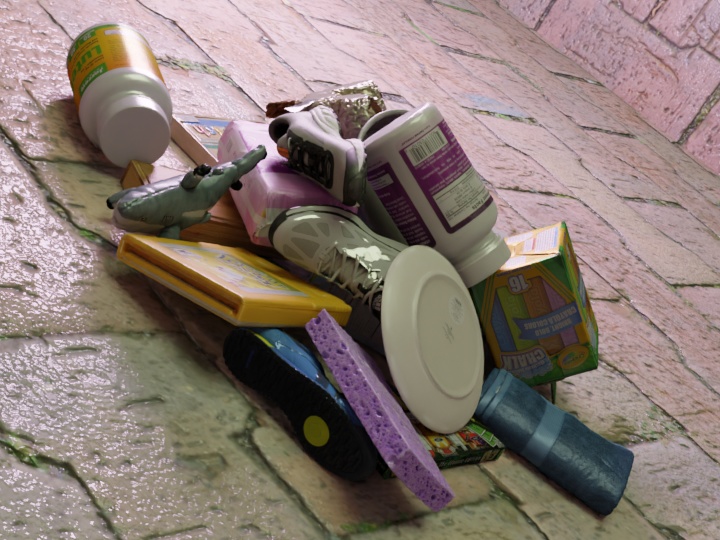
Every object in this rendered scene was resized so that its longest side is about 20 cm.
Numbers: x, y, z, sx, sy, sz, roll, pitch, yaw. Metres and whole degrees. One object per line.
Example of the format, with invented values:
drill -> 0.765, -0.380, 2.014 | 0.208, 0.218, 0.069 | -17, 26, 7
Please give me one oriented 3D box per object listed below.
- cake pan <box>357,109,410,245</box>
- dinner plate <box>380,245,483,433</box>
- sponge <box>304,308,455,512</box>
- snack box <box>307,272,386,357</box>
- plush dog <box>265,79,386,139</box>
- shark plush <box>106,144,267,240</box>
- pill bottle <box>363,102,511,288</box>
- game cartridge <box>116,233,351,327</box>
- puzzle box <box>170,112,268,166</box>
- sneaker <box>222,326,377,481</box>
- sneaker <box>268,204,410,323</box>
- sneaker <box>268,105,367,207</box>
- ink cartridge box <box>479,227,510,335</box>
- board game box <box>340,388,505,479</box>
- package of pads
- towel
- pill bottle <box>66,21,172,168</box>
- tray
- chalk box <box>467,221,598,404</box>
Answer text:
cake pan -> 0.059, -0.095, 1.482 | 0.199, 0.037, 0.202 | 15, 65, -36
dinner plate -> 0.086, 0.070, 1.292 | 0.200, 0.024, 0.202 | 28, 56, -50
sponge -> 0.018, 0.133, 1.174 | 0.112, 0.030, 0.200 | 50, 5, -46
snack box -> 0.039, 0.034, 1.457 | 0.199, 0.068, 0.169 | 29, 24, -2
plush dog -> -0.035, -0.147, 1.611 | 0.159, 0.174, 0.200 | -9, 17, 2
shark plush -> -0.176, -0.080, 1.308 | 0.198, 0.083, 0.091 | -17, 66, -27
pill bottle -> 0.088, -0.081, 1.401 | 0.201, 0.112, 0.112 | 58, 22, -9
game cartridge -> -0.124, 0.011, 1.264 | 0.175, 0.033, 0.199 | 26, 12, 30
puzzle box -> -0.157, -0.160, 1.646 | 0.133, 0.026, 0.199 | 45, 26, 25
sneaker -> -0.045, 0.119, 1.187 | 0.200, 0.066, 0.078 | 42, 26, 23
sneaker -> 0.000, 0.000, 1.308 | 0.199, 0.076, 0.116 | 20, 24, -26
sneaker -> -0.046, -0.123, 1.360 | 0.079, 0.075, 0.200 | -6, 28, -22
ink cartridge box -> 0.184, 0.024, 1.596 | 0.199, 0.116, 0.067 | 31, 22, -3
board game box -> 0.061, 0.166, 1.285 | 0.199, 0.024, 0.105 | 1, 36, -50
package of pads -> -0.091, -0.100, 1.437 | 0.119, 0.076, 0.200 | 7, 29, -25
towel -> 0.219, 0.191, 1.396 | 0.199, 0.049, 0.112 | 36, 24, 7
pill bottle -> -0.287, -0.208, 1.470 | 0.110, 0.112, 0.201 | 17, 27, -31
tray -> -0.174, -0.071, 1.437 | 0.199, 0.037, 0.099 | 11, 31, -39
chalk box -> 0.221, 0.064, 1.502 | 0.125, 0.123, 0.202 | -66, 137, -66
